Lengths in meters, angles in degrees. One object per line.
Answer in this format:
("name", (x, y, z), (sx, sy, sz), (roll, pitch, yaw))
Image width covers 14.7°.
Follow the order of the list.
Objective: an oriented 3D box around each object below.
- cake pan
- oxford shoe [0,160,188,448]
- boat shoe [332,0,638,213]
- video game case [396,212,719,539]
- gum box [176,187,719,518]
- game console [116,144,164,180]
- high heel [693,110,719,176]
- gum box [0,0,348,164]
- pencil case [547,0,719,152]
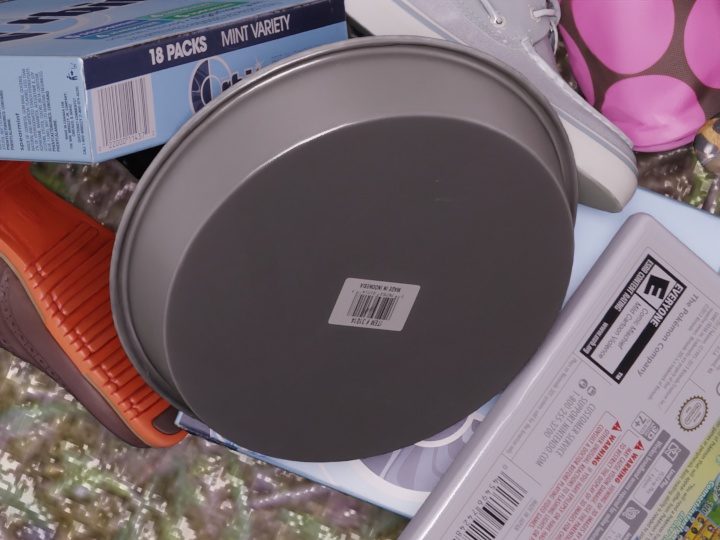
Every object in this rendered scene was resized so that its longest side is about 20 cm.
("cake pan", (0.000, 0.000, 1.119), (0.199, 0.201, 0.037), (-30, 42, 2))
("oxford shoe", (-0.152, 0.007, 1.273), (0.200, 0.071, 0.073), (51, 125, 4))
("boat shoe", (0.047, -0.105, 1.188), (0.200, 0.070, 0.072), (38, 81, 12))
("video game case", (0.126, 0.109, 1.183), (0.182, 0.022, 0.200), (39, 79, -14))
("gum box", (0.043, 0.026, 1.230), (0.199, 0.045, 0.171), (21, 85, 7))
("game console", (-0.103, -0.165, 1.280), (0.200, 0.031, 0.177), (43, 92, 21))
("high heel", (0.177, -0.116, 1.189), (0.071, 0.199, 0.143), (-32, 82, 44))
("gum box", (-0.133, -0.082, 1.159), (0.199, 0.170, 0.045), (4, 105, 35))
("pencil case", (0.119, -0.157, 1.206), (0.093, 0.090, 0.201), (-32, 118, -35))
